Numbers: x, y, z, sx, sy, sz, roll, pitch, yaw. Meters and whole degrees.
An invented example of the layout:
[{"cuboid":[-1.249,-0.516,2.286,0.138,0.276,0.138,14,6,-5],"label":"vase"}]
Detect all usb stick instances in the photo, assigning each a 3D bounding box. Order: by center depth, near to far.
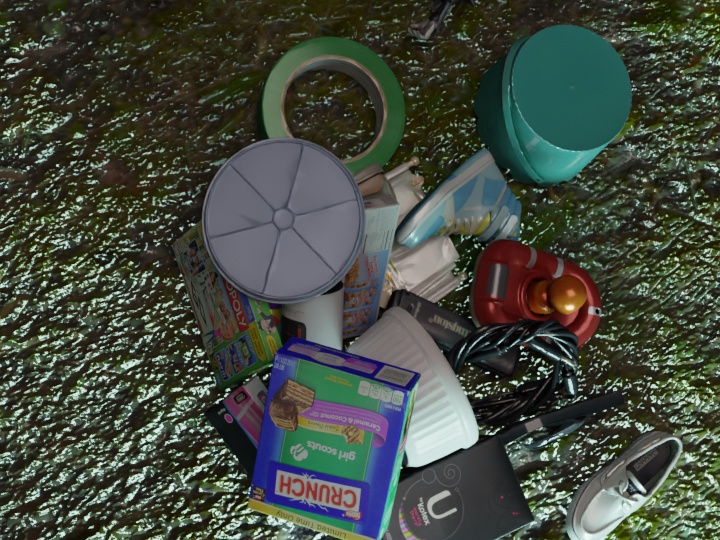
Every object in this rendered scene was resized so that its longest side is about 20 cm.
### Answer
[{"cuboid":[0.125,0.085,1.668,0.198,0.033,0.056,25,76,-13],"label":"usb stick"}]

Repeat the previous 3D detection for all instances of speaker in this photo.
[{"cuboid":[-0.061,0.108,1.561,0.080,0.081,0.203,-3,110,-13],"label":"speaker"}]

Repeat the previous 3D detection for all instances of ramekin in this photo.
[{"cuboid":[0.056,0.154,1.563,0.094,0.202,0.204,-31,88,-13],"label":"ramekin"}]

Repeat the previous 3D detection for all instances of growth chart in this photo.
[{"cuboid":[0.057,-0.039,1.689,0.143,0.018,0.202,-24,87,-15],"label":"growth chart"}]

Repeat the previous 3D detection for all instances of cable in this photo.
[{"cuboid":[0.191,0.133,1.631,0.197,0.165,0.051,-6,42,-1],"label":"cable"}]

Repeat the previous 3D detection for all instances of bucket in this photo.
[{"cuboid":[0.265,-0.231,1.710,0.204,0.135,0.210,3,78,-13],"label":"bucket"}]

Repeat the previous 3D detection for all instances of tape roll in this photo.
[{"cuboid":[-0.039,-0.211,1.680,0.197,0.048,0.204,2,80,-13],"label":"tape roll"}]

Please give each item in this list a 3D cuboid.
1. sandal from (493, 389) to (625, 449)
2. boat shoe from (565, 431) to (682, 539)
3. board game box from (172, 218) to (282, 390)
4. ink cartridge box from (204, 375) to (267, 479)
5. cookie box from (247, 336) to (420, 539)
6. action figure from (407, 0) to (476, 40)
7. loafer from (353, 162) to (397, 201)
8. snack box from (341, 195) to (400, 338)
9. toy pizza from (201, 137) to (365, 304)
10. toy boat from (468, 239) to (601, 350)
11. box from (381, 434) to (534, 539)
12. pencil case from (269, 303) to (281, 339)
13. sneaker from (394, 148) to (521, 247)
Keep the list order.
[{"cuboid":[0.270,0.207,1.667,0.198,0.076,0.043,-15,82,-15],"label":"sandal"},{"cuboid":[0.356,0.290,1.679,0.074,0.065,0.200,45,74,-3],"label":"boat shoe"},{"cuboid":[-0.168,0.035,1.556,0.029,0.134,0.202,-12,78,-37],"label":"board game box"},{"cuboid":[-0.105,0.235,1.565,0.201,0.094,0.037,52,40,-2],"label":"ink cartridge box"},{"cuboid":[-0.032,0.202,1.464,0.169,0.075,0.203,14,105,13],"label":"cookie box"},{"cuboid":[0.080,-0.391,1.712,0.199,0.102,0.119,7,42,-50],"label":"action figure"},{"cuboid":[-0.042,-0.061,1.559,0.199,0.072,0.063,-34,86,-14],"label":"loafer"},{"cuboid":[0.000,0.000,1.589,0.071,0.202,0.024,-11,39,-30],"label":"snack box"},{"cuboid":[-0.092,-0.060,1.500,0.197,0.032,0.203,0,82,-1],"label":"toy pizza"},{"cuboid":[0.248,0.035,1.647,0.198,0.130,0.132,17,77,-33],"label":"toy boat"},{"cuboid":[0.102,0.305,1.595,0.198,0.106,0.124,-23,87,-16],"label":"box"},{"cuboid":[-0.091,0.006,1.614,0.088,0.088,0.202,31,75,-6],"label":"pencil case"},{"cuboid":[0.144,-0.064,1.669,0.200,0.079,0.131,-41,93,-29],"label":"sneaker"}]
